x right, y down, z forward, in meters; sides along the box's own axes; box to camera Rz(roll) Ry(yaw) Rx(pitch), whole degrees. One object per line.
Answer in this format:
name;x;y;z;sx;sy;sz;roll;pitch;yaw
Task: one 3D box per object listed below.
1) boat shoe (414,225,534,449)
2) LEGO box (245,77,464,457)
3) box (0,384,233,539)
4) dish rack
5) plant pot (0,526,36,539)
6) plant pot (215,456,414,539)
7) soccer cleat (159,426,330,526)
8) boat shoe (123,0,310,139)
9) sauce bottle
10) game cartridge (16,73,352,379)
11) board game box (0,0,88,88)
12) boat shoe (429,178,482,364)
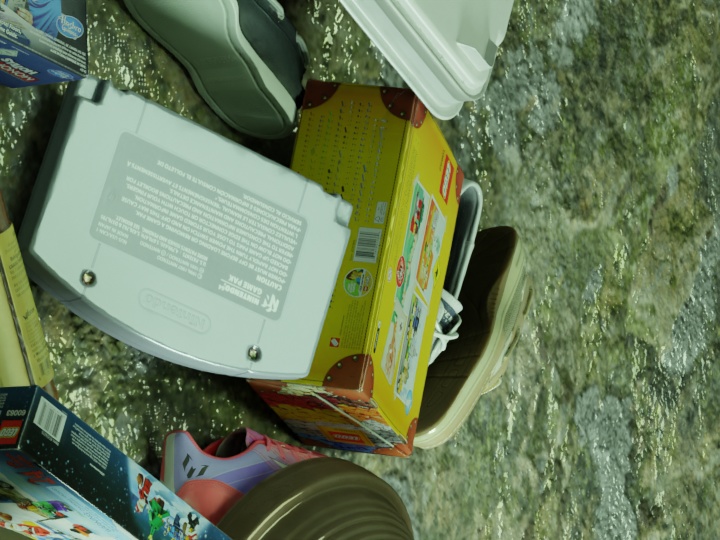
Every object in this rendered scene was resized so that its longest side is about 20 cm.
boat shoe;0.078;0.057;1.847;0.065;0.072;0.201;60;37;-32
LEGO box;0.000;0.000;1.684;0.149;0.077;0.201;56;43;-66
box;-0.170;0.125;1.410;0.200;0.136;0.038;44;50;-45
dish rack;0.041;-0.210;1.625;0.200;0.043;0.173;48;46;-42
plant pot;-0.197;0.198;1.309;0.187;0.199;0.189;8;80;-55
plant pot;-0.019;0.222;1.605;0.200;0.092;0.202;-28;129;-39
soccer cleat;-0.053;0.130;1.654;0.199;0.066;0.077;-4;86;-54
boat shoe;-0.089;-0.160;1.617;0.200;0.075;0.061;62;39;-52
sauce bottle;-0.214;-0.012;1.420;0.066;0.066;0.201;-31;113;-53
game cartridge;-0.103;-0.016;1.548;0.199;0.040;0.134;26;69;-29
board game box;-0.219;-0.226;1.433;0.200;0.061;0.201;26;66;-53
boat shoe;0.037;0.024;1.787;0.072;0.068;0.201;51;49;-42
